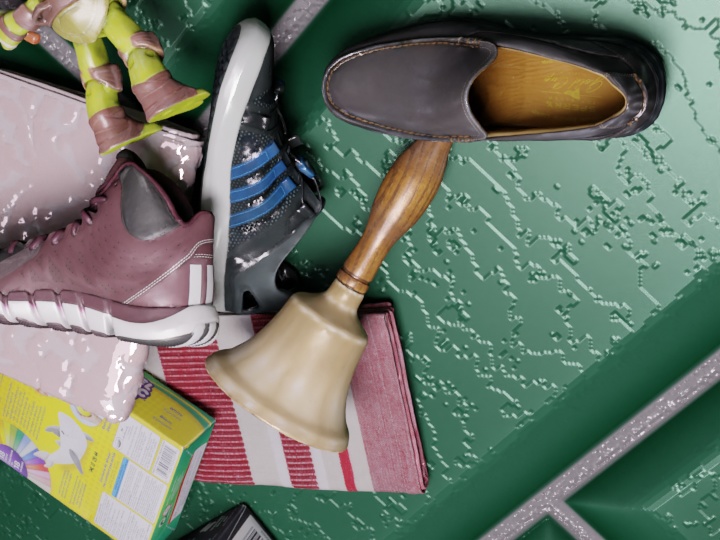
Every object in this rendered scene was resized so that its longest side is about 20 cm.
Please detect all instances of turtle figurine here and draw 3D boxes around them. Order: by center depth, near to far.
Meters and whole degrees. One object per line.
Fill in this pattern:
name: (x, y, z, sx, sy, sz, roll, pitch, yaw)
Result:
turtle figurine: (-0.153, -0.161, 0.868, 0.200, 0.064, 0.162, -27, 89, 26)

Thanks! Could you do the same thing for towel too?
towel: (-0.210, -0.023, 0.964, 0.191, 0.032, 0.200, 21, 105, 16)
towel: (-0.058, 0.087, 1.000, 0.200, 0.023, 0.144, 0, 117, 23)

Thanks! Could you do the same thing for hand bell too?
hand bell: (0.000, 0.000, 0.893, 0.104, 0.104, 0.200, 33, 98, 3)

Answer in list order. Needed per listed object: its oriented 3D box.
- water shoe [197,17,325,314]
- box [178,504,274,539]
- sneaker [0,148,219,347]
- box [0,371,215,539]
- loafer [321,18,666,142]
water shoe: (-0.059, -0.063, 0.910, 0.079, 0.072, 0.200, 7, 123, -7)
box: (-0.136, 0.280, 1.074, 0.200, 0.106, 0.122, -32, 99, 31)
sneaker: (-0.174, -0.020, 0.903, 0.200, 0.076, 0.116, 7, 91, 16)
box: (-0.208, 0.103, 1.036, 0.200, 0.048, 0.117, 31, 124, 12)
loafer: (0.068, -0.105, 0.820, 0.200, 0.072, 0.073, 0, 101, 19)
